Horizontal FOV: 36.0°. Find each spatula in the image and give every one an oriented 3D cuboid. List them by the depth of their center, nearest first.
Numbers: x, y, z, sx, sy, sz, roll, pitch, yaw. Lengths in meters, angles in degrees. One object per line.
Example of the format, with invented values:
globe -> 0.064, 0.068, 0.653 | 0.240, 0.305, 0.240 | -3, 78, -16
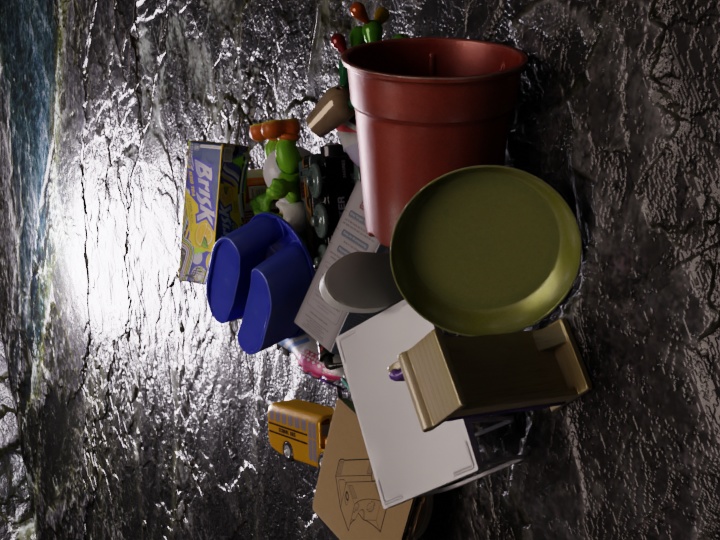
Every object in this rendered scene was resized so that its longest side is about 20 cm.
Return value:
spatula -> -0.016, 0.189, 1.524 | 0.021, 0.056, 0.200 | -52, 51, 5

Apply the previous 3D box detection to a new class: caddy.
caddy -> -0.130, 0.016, 1.516 | 0.141, 0.104, 0.201 | 45, 140, 23

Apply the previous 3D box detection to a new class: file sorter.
file sorter -> 0.084, 0.145, 1.256 | 0.138, 0.124, 0.203 | -30, 68, 36

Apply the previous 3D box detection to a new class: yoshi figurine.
yoshi figurine -> -0.123, -0.107, 1.564 | 0.110, 0.112, 0.204 | -6, 98, 26

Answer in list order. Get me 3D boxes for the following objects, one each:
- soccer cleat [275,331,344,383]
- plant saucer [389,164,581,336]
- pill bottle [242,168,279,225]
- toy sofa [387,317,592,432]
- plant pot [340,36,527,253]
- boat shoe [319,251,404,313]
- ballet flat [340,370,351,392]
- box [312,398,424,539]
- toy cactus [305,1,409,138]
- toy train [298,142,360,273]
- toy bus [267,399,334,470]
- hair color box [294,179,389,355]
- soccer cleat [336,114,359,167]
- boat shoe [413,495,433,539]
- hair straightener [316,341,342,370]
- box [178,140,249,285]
soccer cleat -> -0.064, 0.094, 1.564 | 0.199, 0.069, 0.088 | 25, 108, 53
plant saucer -> 0.129, -0.023, 1.151 | 0.031, 0.197, 0.202 | -85, 10, -59
pill bottle -> -0.161, -0.044, 1.666 | 0.109, 0.108, 0.204 | -10, 85, 58
toy sofa -> 0.131, 0.110, 1.128 | 0.098, 0.198, 0.084 | -42, 60, 44
plant pot -> 0.077, -0.136, 1.207 | 0.200, 0.198, 0.198 | 33, 129, 52
boat shoe -> 0.028, 0.017, 1.281 | 0.064, 0.198, 0.072 | -42, 66, 46
ballet flat -> 0.023, 0.149, 1.410 | 0.068, 0.068, 0.200 | 47, 173, 14
box -> 0.008, 0.279, 1.395 | 0.199, 0.021, 0.166 | 35, 116, 52
toy cactus -> -0.004, -0.232, 1.362 | 0.165, 0.102, 0.201 | -41, 49, 14
toy train -> -0.037, -0.069, 1.497 | 0.114, 0.084, 0.204 | -176, 80, -71
toy bus -> -0.060, 0.236, 1.581 | 0.199, 0.064, 0.080 | 2, 94, 59
hair color box -> 0.000, 0.000, 1.394 | 0.099, 0.060, 0.202 | 33, 101, 51
soccer cleat -> 0.025, -0.144, 1.404 | 0.201, 0.067, 0.074 | 55, 157, 37
boat shoe -> 0.032, 0.327, 1.436 | 0.074, 0.068, 0.201 | 60, 140, 35
hair straightener -> -0.028, 0.078, 1.500 | 0.041, 0.076, 0.201 | -61, 26, 24
box -> -0.211, -0.082, 1.595 | 0.069, 0.064, 0.204 | 8, 95, 33
